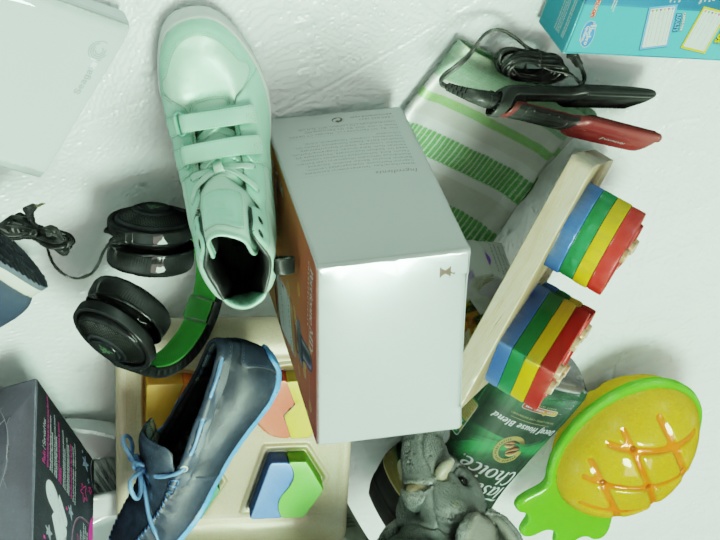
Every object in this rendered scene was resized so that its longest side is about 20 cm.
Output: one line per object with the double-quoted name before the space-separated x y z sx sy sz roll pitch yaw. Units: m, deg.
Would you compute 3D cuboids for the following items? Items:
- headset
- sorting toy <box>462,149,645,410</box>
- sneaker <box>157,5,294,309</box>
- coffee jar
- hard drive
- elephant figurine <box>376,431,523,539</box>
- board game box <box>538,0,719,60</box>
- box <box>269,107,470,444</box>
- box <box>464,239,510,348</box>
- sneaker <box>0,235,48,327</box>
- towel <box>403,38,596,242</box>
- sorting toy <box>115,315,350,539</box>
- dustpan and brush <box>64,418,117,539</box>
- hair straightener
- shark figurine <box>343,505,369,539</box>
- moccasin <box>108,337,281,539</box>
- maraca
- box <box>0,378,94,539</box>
"headset" -0.171 0.003 1.403 0.200 0.094 0.124 31 75 -61
"sorting toy" 0.149 0.015 1.484 0.201 0.069 0.199 -62 172 9
"sneaker" -0.090 -0.073 1.331 0.073 0.118 0.201 -13 113 -1
"coffee jar" 0.096 0.145 1.677 0.104 0.085 0.200 16 121 -37
"hard drive" -0.266 -0.141 1.275 0.199 0.026 0.132 16 120 -36
"elephant figurine" 0.061 0.217 1.567 0.200 0.141 0.156 -50 160 -35
"board game box" 0.247 -0.230 1.443 0.199 0.047 0.151 0 129 -27
"box" 0.000 0.000 1.394 0.106 0.200 0.153 -6 124 -11
"box" 0.065 0.055 1.587 0.038 0.042 0.200 3 138 -24
"sneaker" -0.305 -0.009 1.341 0.082 0.070 0.200 -45 133 9
"towel" 0.072 -0.072 1.514 0.152 0.023 0.200 20 118 -38
"sorting toy" -0.097 0.133 1.529 0.184 0.037 0.201 -1 114 -8
"dustpan and brush" -0.168 0.178 1.587 0.199 0.057 0.140 -5 129 -24
"hair straightener" 0.141 -0.139 1.467 0.199 0.077 0.041 6 164 -32
"shark figurine" -0.032 0.152 1.643 0.089 0.128 0.216 -31 118 -45
"moccasin" -0.139 0.129 1.466 0.068 0.080 0.201 26 99 -36
"maraca" 0.221 0.172 1.749 0.137 0.107 0.200 25 115 -33
"box" -0.275 0.199 1.434 0.131 0.201 0.115 -15 136 9
